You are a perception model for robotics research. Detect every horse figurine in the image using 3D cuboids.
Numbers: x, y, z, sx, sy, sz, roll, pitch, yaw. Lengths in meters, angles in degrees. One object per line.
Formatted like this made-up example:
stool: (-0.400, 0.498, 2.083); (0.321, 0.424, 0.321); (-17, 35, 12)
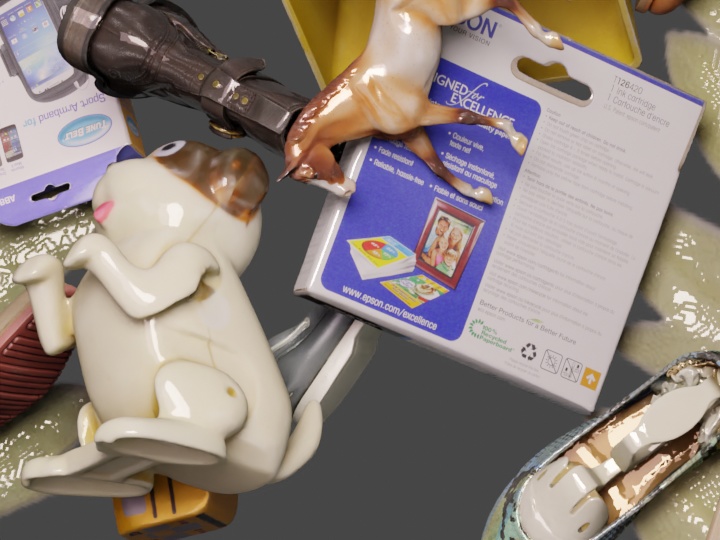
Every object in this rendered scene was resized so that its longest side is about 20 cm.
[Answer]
horse figurine: (0.045, -0.125, 1.581); (0.132, 0.050, 0.201); (19, 102, -14)

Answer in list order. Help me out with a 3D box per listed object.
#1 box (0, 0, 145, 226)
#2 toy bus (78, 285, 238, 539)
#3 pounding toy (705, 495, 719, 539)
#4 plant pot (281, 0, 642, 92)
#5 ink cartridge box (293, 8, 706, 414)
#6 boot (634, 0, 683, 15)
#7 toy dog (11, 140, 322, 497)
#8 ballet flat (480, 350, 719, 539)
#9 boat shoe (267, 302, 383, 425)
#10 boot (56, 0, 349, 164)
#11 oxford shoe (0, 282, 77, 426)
box: (-0.215, -0.127, 1.798); (0.119, 0.041, 0.201); (-18, 76, 8)
toy bus: (-0.122, 0.061, 1.717); (0.078, 0.065, 0.201); (-14, 74, 11)
pounding toy: (0.298, 0.099, 1.562); (0.142, 0.200, 0.185); (20, 96, 17)
plant pot: (0.054, -0.235, 1.688); (0.199, 0.200, 0.177); (-7, 60, 11)
ink cartridge box: (0.083, -0.043, 1.652); (0.197, 0.047, 0.201); (23, 81, -16)
boot: (0.272, -0.205, 1.688); (0.155, 0.077, 0.200); (32, 105, -10)
toy dog: (-0.102, 0.021, 1.616); (0.193, 0.139, 0.201); (5, 72, -22)
ballet flat: (0.147, 0.113, 1.639); (0.200, 0.074, 0.074); (-41, 71, 2)
boat shoe: (0.000, 0.000, 1.699); (0.062, 0.073, 0.200); (33, 91, 14)
boot: (-0.081, -0.105, 1.681); (0.174, 0.200, 0.069); (27, 96, 15)
oxford shoe: (-0.249, 0.066, 1.724); (0.200, 0.070, 0.075); (-45, 57, 17)
